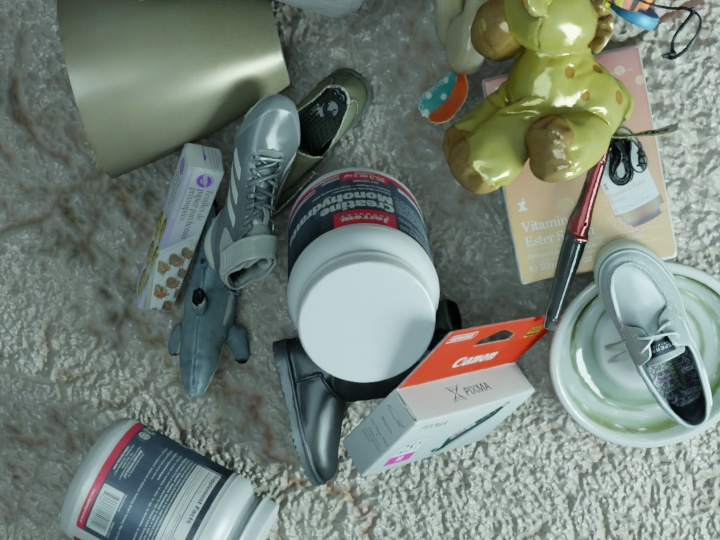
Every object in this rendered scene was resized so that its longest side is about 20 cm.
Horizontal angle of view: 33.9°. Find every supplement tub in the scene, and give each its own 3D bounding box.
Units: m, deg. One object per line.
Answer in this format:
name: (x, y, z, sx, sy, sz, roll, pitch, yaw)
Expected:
supplement tub: (-0.202, 0.259, 1.255, 0.199, 0.140, 0.141, 27, 102, 5)
supplement tub: (0.000, 0.000, 1.131, 0.139, 0.200, 0.141, -2, 118, -3)

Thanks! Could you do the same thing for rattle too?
rattle: (0.137, -0.236, 1.151, 0.142, 0.130, 0.201, 4, 83, -32)

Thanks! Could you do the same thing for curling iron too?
curling iron: (0.211, -0.036, 1.090, 0.049, 0.026, 0.201, 24, 102, 8)

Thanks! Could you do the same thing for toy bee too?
toy bee: (0.240, -0.272, 1.064, 0.108, 0.200, 0.132, 24, 98, -10)

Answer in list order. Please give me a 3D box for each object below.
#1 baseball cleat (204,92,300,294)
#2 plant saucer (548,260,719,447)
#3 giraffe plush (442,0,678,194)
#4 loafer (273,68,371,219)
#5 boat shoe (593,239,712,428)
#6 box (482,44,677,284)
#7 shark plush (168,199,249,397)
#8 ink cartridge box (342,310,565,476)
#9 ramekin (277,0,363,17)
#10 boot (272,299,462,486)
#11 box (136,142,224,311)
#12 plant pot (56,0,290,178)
baseball cleat: (-0.095, -0.067, 1.153, 0.069, 0.107, 0.201, 2, 126, -29)
plant saucer: (0.286, 0.078, 1.177, 0.199, 0.050, 0.201, 1, 111, 3)
giraffe plush: (0.154, -0.174, 0.996, 0.199, 0.173, 0.163, -14, 109, 5)
loafer: (-0.071, -0.128, 1.214, 0.075, 0.070, 0.200, 40, 102, 3)
boat shoe: (0.280, 0.063, 1.099, 0.070, 0.072, 0.201, -26, 114, 12)
box: (0.212, -0.103, 1.149, 0.151, 0.106, 0.201, -12, 96, 12)
shark plush: (-0.154, 0.030, 1.244, 0.090, 0.083, 0.201, 18, 101, 7)
ink cartridge box: (0.102, 0.116, 1.130, 0.174, 0.199, 0.044, -48, 64, 33)
ramekin: (-0.024, -0.337, 1.116, 0.104, 0.200, 0.201, 21, 102, -11)
boot: (0.022, 0.129, 1.242, 0.199, 0.066, 0.166, -14, 97, 7)
box: (-0.188, -0.040, 1.217, 0.038, 0.042, 0.201, 8, 132, -23)
plant pot: (-0.177, -0.207, 1.182, 0.199, 0.187, 0.189, -14, 95, -2)
